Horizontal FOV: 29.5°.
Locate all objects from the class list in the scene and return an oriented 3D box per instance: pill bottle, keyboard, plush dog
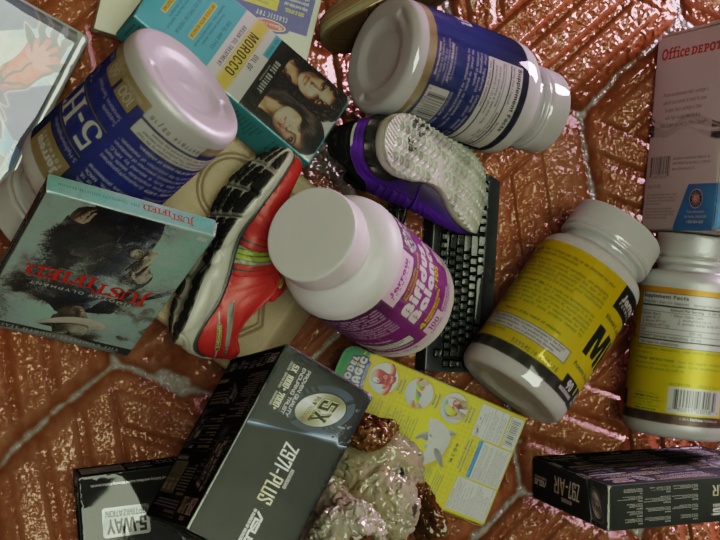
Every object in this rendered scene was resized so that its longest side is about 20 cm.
[{"bbox_3d":[0.000,0.000,1.206,0.113,0.112,0.200,-65,150,-6],"label":"pill bottle"},{"bbox_3d":[0.075,-0.002,1.335,0.126,0.021,0.201,3,90,-18],"label":"keyboard"},{"bbox_3d":[0.326,0.065,1.373,0.109,0.109,0.201,7,90,-18],"label":"pill bottle"},{"bbox_3d":[0.097,-0.173,1.278,0.199,0.111,0.112,14,88,-34],"label":"pill bottle"},{"bbox_3d":[-0.211,-0.096,1.147,0.200,0.120,0.120,-39,105,21],"label":"pill bottle"},{"bbox_3d":[0.198,0.037,1.324,0.114,0.114,0.200,40,76,-15],"label":"pill bottle"},{"bbox_3d":[-0.002,0.221,1.228,0.172,0.160,0.200,-52,137,-27],"label":"plush dog"}]

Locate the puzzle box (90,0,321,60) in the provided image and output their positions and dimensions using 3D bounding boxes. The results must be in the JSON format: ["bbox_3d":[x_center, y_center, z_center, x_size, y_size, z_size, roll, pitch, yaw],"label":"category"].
[{"bbox_3d":[-0.134,-0.254,1.254,0.199,0.025,0.134,15,87,-18],"label":"puzzle box"}]

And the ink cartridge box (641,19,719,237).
[{"bbox_3d":[0.354,-0.135,1.355,0.085,0.146,0.201,7,90,-17],"label":"ink cartridge box"}]

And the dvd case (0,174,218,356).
[{"bbox_3d":[-0.226,0.002,1.150,0.145,0.200,0.022,16,51,-26],"label":"dvd case"}]

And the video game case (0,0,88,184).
[{"bbox_3d":[-0.361,-0.159,1.185,0.182,0.023,0.201,28,83,-17],"label":"video game case"}]

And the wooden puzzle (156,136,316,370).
[{"bbox_3d":[-0.120,-0.021,1.260,0.200,0.046,0.186,39,81,-20],"label":"wooden puzzle"}]

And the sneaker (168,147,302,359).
[{"bbox_3d":[-0.098,-0.014,1.213,0.085,0.077,0.201,25,96,-27],"label":"sneaker"}]

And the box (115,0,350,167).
[{"bbox_3d":[-0.111,-0.180,1.215,0.200,0.049,0.082,39,63,-16],"label":"box"}]

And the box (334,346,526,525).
[{"bbox_3d":[0.048,0.157,1.319,0.199,0.048,0.118,25,85,-19],"label":"box"}]

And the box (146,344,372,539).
[{"bbox_3d":[-0.089,0.157,1.142,0.086,0.200,0.164,32,74,-12],"label":"box"}]

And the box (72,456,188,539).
[{"bbox_3d":[-0.157,0.250,1.252,0.199,0.050,0.159,-4,93,-19],"label":"box"}]

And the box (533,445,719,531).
[{"bbox_3d":[0.292,0.209,1.341,0.199,0.160,0.044,-1,93,-19],"label":"box"}]

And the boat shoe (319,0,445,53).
[{"bbox_3d":[0.041,-0.275,1.296,0.199,0.071,0.065,-30,66,-7],"label":"boat shoe"}]

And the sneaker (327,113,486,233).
[{"bbox_3d":[0.040,-0.092,1.269,0.200,0.099,0.070,34,64,-50],"label":"sneaker"}]
